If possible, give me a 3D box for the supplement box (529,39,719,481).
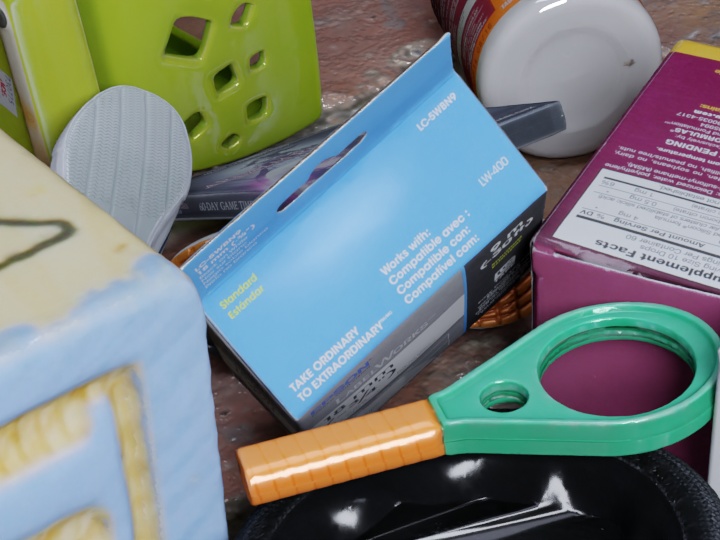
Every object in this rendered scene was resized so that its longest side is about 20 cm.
[{"bbox_3d":[0.159,-0.001,0.897,0.102,0.132,0.200,16,40,22],"label":"supplement box"}]

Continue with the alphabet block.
[{"bbox_3d":[-0.185,0.071,0.761,0.194,0.198,0.200,-24,40,-30],"label":"alphabet block"}]

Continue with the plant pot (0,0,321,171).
[{"bbox_3d":[-0.157,-0.156,1.087,0.198,0.201,0.181,29,53,36],"label":"plant pot"}]

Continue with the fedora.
[{"bbox_3d":[0.047,0.139,0.737,0.198,0.092,0.201,-5,35,4],"label":"fedora"}]

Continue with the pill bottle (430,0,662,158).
[{"bbox_3d":[0.100,-0.162,1.147,0.108,0.110,0.201,-8,36,-8],"label":"pill bottle"}]

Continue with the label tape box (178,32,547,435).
[{"bbox_3d":[0.007,0.001,0.812,0.144,0.200,0.063,-42,78,-7],"label":"label tape box"}]

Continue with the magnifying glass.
[{"bbox_3d":[0.049,0.055,0.755,0.198,0.023,0.080,-16,35,-9],"label":"magnifying glass"}]

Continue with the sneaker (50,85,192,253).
[{"bbox_3d":[-0.135,-0.010,0.958,0.073,0.071,0.201,25,44,-14],"label":"sneaker"}]

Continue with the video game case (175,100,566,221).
[{"bbox_3d":[-0.009,-0.055,1.000,0.142,0.019,0.199,-23,14,-32],"label":"video game case"}]

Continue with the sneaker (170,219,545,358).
[{"bbox_3d":[0.000,0.000,0.974,0.198,0.077,0.092,-5,14,1],"label":"sneaker"}]

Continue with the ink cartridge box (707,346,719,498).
[{"bbox_3d":[0.225,0.052,0.804,0.083,0.146,0.200,21,41,31],"label":"ink cartridge box"}]
